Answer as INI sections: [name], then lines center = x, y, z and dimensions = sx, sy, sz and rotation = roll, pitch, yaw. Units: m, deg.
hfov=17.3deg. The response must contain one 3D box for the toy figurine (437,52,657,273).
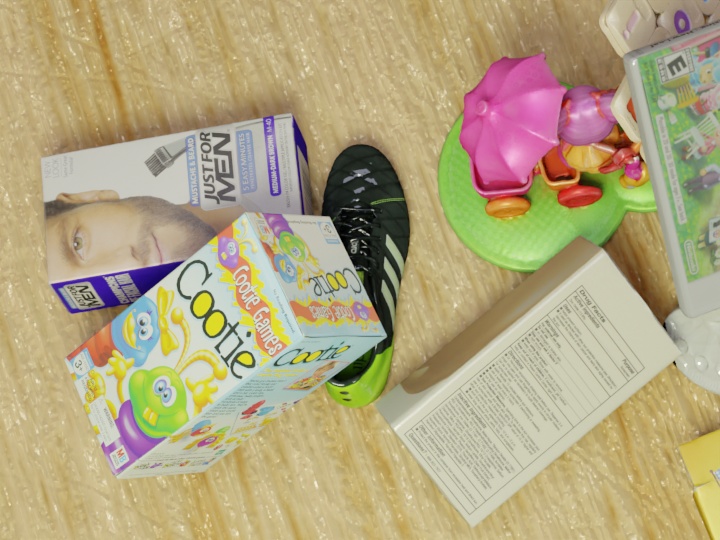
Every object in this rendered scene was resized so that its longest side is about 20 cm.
[toy figurine]
center = 0.146, -0.093, 1.699
dimensions = 0.198, 0.184, 0.151
rotation = -7, 77, 6

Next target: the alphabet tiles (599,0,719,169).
[alphabet tiles]
center = 0.240, -0.133, 1.699
dimensions = 0.015, 0.200, 0.196
rotation = -14, 33, 40

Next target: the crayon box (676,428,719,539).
[crayon box]
center = 0.320, 0.197, 1.683
dimensions = 0.126, 0.051, 0.201
rotation = -21, 77, 3

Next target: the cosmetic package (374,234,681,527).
[cosmetic package]
center = 0.120, 0.079, 1.707
dimensions = 0.200, 0.071, 0.105
rotation = -38, 105, -2

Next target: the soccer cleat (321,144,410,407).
[soccer cleat]
center = 0.000, 0.000, 1.753
dimensions = 0.067, 0.081, 0.202
rotation = 0, 78, 8

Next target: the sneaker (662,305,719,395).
[sneaker]
center = 0.335, 0.032, 1.709
dimensions = 0.199, 0.146, 0.081
rotation = -4, 107, 47

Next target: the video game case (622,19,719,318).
[video game case]
center = 0.287, -0.086, 1.637
dimensions = 0.181, 0.022, 0.201
rotation = -20, 113, -8

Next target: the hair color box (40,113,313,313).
[hair color box]
center = -0.137, -0.043, 1.783
dimensions = 0.198, 0.065, 0.110
rotation = -11, 66, 7

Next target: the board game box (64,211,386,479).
[board game box]
center = -0.099, 0.055, 1.699
dimensions = 0.200, 0.105, 0.104
rotation = -37, 69, 29
